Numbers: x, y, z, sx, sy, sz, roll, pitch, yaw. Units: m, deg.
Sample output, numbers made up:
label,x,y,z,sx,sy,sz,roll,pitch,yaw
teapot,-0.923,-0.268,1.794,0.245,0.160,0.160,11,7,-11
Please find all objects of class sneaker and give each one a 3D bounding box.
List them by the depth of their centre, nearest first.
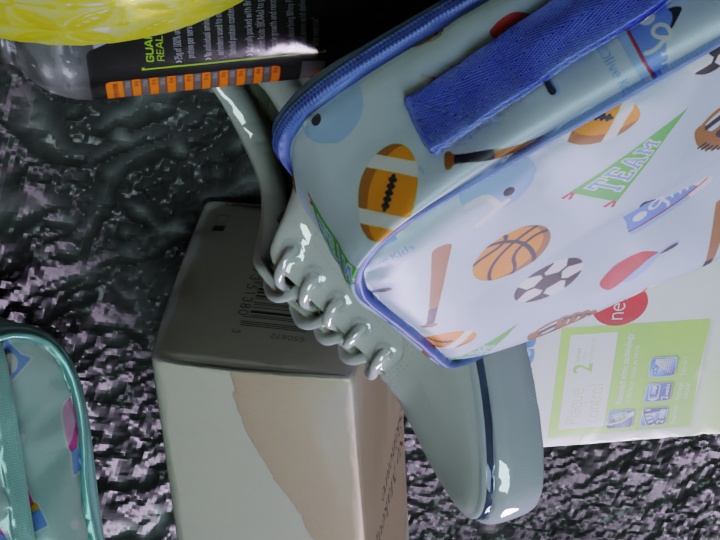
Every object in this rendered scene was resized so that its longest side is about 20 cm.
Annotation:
label,x,y,z,sx,sy,sz,roll,pitch,yaw
sneaker,0.000,0.000,0.829,0.071,0.200,0.073,-18,166,-21

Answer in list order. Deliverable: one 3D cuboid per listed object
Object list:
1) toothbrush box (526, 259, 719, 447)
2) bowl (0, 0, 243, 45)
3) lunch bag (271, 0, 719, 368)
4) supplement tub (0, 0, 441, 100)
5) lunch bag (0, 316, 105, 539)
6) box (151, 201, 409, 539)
label,x,y,z,sx,sy,sz,roll,pitch,yaw
toothbrush box,0.125,-0.015,0.903,0.199,0.086,0.146,-2,132,-7
bowl,-0.081,-0.168,0.638,0.199,0.201,0.108,-7,176,-4
lunch bag,0.079,-0.053,0.714,0.200,0.076,0.160,-31,156,7
supplement tub,-0.040,-0.120,0.752,0.199,0.123,0.123,-6,132,-6
lunch bag,-0.170,0.113,0.899,0.160,0.077,0.201,-15,107,-27
box,-0.027,0.079,0.943,0.077,0.095,0.200,5,134,9
